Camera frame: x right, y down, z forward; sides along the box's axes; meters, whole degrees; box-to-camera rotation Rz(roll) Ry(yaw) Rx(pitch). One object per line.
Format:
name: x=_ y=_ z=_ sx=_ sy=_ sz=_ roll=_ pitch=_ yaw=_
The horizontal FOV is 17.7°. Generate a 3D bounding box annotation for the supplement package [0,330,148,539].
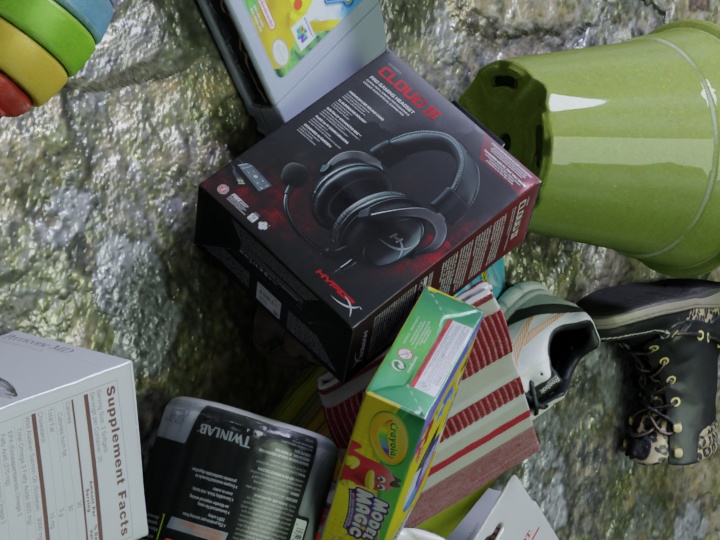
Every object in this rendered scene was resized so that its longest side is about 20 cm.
supplement package: x=-0.239 y=0.123 z=1.363 sx=0.200 sy=0.117 sz=0.118 roll=-20 pitch=112 yaw=-44

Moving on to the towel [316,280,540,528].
towel: x=0.049 y=0.102 z=1.634 sx=0.144 sy=0.023 sz=0.200 roll=-31 pitch=140 yaw=-10

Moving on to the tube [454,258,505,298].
tube: x=0.062 y=0.018 z=1.722 sx=0.200 sy=0.050 sz=0.078 roll=-40 pitch=134 yaw=-53

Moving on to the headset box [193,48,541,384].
headset box: x=0.011 y=-0.044 z=1.553 sx=0.200 sy=0.149 sz=0.077 roll=-37 pitch=159 yaw=-25

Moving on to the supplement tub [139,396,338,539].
supplement tub: x=-0.097 y=0.193 z=1.531 sx=0.122 sy=0.122 sz=0.201 roll=23 pitch=81 yaw=-48

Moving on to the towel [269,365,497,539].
towel: x=0.016 y=0.131 z=1.685 sx=0.200 sy=0.018 sz=0.086 roll=35 pitch=98 yaw=-38

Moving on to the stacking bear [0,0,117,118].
stacking bear: x=-0.216 y=-0.138 z=1.350 sx=0.114 sy=0.121 sz=0.200 roll=39 pitch=79 yaw=-37

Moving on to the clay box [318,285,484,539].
clay box: x=0.021 y=0.121 z=1.522 sx=0.115 sy=0.047 sz=0.200 roll=-58 pitch=167 yaw=-46

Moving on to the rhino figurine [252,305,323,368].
rhino figurine: x=0.000 y=0.000 z=1.624 sx=0.200 sy=0.087 sz=0.060 roll=-46 pitch=127 yaw=-31

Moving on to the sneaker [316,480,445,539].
sneaker: x=0.012 y=0.225 z=1.637 sx=0.200 sy=0.077 sz=0.085 roll=27 pitch=48 yaw=-7

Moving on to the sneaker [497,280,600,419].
sneaker: x=0.105 y=0.094 z=1.762 sx=0.200 sy=0.080 sz=0.074 roll=-53 pitch=135 yaw=-17

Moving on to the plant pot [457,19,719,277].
plant pot: x=0.175 y=-0.094 z=1.748 sx=0.190 sy=0.200 sz=0.201 roll=-1 pitch=99 yaw=-34

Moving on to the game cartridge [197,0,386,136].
game cartridge: x=-0.052 y=-0.198 z=1.568 sx=0.133 sy=0.040 sz=0.200 roll=-50 pitch=131 yaw=-34

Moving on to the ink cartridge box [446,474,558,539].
ink cartridge box: x=0.102 y=0.247 z=1.792 sx=0.116 sy=0.067 sz=0.200 roll=-56 pitch=138 yaw=-24

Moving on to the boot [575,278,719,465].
boot: x=0.244 y=0.087 z=1.928 sx=0.200 sy=0.073 sz=0.151 roll=-9 pitch=105 yaw=-52
